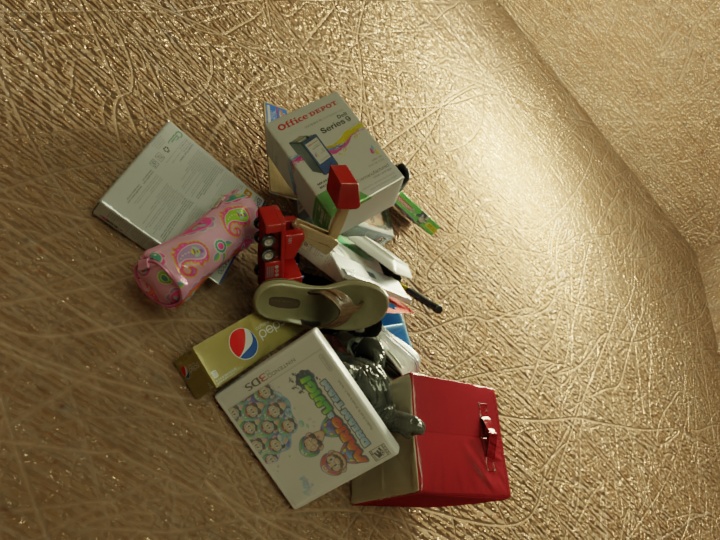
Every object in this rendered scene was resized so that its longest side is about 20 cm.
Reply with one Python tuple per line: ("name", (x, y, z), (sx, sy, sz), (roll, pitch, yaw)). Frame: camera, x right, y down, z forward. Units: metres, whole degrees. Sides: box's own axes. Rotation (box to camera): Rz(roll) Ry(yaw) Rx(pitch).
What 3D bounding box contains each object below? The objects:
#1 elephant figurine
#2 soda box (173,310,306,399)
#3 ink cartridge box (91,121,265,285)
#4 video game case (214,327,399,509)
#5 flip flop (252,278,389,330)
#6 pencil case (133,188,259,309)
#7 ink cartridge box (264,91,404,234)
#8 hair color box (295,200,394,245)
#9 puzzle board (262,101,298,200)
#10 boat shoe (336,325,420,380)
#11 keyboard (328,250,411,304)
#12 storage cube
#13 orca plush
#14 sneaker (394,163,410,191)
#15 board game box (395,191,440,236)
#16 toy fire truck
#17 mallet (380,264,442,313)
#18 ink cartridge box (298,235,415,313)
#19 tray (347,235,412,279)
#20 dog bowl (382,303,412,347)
("elephant figurine", (-0.010, 0.167, 0.768), (0.155, 0.200, 0.142), (40, 45, -19))
("soda box", (-0.164, 0.103, 0.755), (0.200, 0.068, 0.064), (-33, 90, -49))
("ink cartridge box", (-0.266, -0.100, 0.795), (0.200, 0.043, 0.197), (41, 45, -24))
("video game case", (-0.075, 0.206, 0.704), (0.201, 0.181, 0.024), (55, 16, -4))
("flip flop", (-0.054, 0.052, 0.741), (0.198, 0.082, 0.058), (7, 16, -16))
("pencil case", (-0.216, -0.035, 0.716), (0.088, 0.087, 0.200), (49, 45, -11))
("ink cartridge box", (-0.047, -0.175, 0.853), (0.145, 0.088, 0.201), (-30, 73, -19))
("hair color box", (-0.031, -0.117, 1.017), (0.199, 0.060, 0.100), (13, 57, -39))
("puzzle board", (-0.107, -0.208, 0.947), (0.150, 0.017, 0.201), (10, 58, -34))
("boat shoe", (0.008, 0.117, 0.862), (0.199, 0.074, 0.067), (29, 31, 14))
("keyboard", (0.020, 0.014, 0.850), (0.199, 0.011, 0.056), (24, 24, -51))
("storage cube", (0.102, 0.276, 0.820), (0.179, 0.200, 0.172), (16, 57, -30))
("orca plush", (-0.046, 0.030, 0.838), (0.105, 0.071, 0.200), (-32, 65, -27))
("sneaker", (0.014, -0.162, 0.940), (0.199, 0.087, 0.074), (-13, 74, -38))
("board game box", (0.074, -0.160, 1.111), (0.200, 0.029, 0.135), (39, 7, -20))
("toy fire truck", (-0.081, -0.050, 0.748), (0.140, 0.201, 0.049), (-10, 45, -21))
("mallet", (0.093, 0.040, 0.976), (0.066, 0.200, 0.041), (36, 89, -43))
("ink cartridge box", (0.000, 0.000, 0.886), (0.199, 0.050, 0.161), (34, 12, 25))
("tray", (0.045, -0.027, 0.965), (0.107, 0.022, 0.200), (38, 5, 13))
("dog bowl", (0.038, 0.112, 0.959), (0.111, 0.049, 0.201), (-1, 69, -45))
